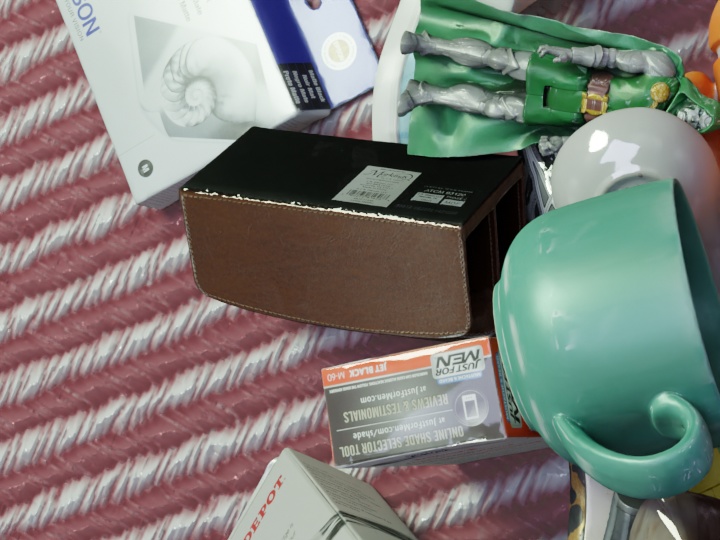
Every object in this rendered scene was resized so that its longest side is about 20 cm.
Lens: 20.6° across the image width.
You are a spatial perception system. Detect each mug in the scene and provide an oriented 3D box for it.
[{"bbox_3d":[0.137,0.038,1.095,0.114,0.185,0.153,-14,95,15],"label":"mug"}]

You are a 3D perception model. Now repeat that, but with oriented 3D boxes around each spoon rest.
[{"bbox_3d":[0.192,-0.015,1.200,0.099,0.061,0.200,-29,112,21],"label":"spoon rest"}]

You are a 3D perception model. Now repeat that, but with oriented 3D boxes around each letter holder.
[{"bbox_3d":[0.000,0.000,1.280,0.199,0.101,0.143,9,121,25],"label":"letter holder"}]

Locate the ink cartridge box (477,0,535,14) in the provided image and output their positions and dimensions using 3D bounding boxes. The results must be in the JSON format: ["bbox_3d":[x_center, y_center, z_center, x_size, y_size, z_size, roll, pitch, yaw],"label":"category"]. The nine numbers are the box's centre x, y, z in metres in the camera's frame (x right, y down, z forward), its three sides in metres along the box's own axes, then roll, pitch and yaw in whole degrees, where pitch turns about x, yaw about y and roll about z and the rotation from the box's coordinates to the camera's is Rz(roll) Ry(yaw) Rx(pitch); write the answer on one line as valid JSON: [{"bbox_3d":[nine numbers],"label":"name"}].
[{"bbox_3d":[0.122,-0.276,1.203,0.085,0.147,0.201,35,138,21],"label":"ink cartridge box"}]

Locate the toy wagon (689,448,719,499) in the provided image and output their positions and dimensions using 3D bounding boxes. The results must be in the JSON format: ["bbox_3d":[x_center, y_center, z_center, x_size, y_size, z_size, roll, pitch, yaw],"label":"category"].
[{"bbox_3d":[0.241,0.161,1.228,0.199,0.040,0.156,-29,76,19],"label":"toy wagon"}]

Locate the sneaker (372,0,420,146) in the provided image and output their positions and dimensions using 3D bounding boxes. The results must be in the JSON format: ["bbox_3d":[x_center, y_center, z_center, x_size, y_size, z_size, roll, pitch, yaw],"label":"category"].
[{"bbox_3d":[0.065,-0.143,1.304,0.082,0.074,0.201,15,94,25],"label":"sneaker"}]

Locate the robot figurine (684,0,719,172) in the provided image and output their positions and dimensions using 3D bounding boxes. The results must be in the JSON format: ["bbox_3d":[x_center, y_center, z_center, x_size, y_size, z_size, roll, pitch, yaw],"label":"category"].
[{"bbox_3d":[0.275,-0.103,1.190,0.144,0.116,0.201,155,107,-65],"label":"robot figurine"}]

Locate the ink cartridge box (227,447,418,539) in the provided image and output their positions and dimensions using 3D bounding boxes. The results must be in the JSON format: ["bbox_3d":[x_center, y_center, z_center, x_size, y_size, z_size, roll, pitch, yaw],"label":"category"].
[{"bbox_3d":[-0.019,0.227,1.258,0.147,0.084,0.200,-60,30,9],"label":"ink cartridge box"}]

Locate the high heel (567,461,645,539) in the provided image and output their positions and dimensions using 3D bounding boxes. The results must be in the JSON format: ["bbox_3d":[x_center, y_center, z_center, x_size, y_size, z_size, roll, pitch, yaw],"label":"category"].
[{"bbox_3d":[0.152,0.159,1.207,0.071,0.200,0.143,10,113,3],"label":"high heel"}]

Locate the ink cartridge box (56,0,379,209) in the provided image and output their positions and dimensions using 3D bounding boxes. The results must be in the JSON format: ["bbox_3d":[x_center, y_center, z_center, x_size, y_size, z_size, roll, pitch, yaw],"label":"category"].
[{"bbox_3d":[-0.107,-0.175,1.396,0.199,0.041,0.201,-28,77,19],"label":"ink cartridge box"}]

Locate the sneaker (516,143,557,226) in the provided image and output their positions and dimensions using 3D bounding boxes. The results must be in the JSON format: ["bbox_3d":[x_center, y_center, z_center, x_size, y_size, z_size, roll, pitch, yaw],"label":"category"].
[{"bbox_3d":[0.142,-0.030,1.270,0.077,0.078,0.201,-16,77,36],"label":"sneaker"}]

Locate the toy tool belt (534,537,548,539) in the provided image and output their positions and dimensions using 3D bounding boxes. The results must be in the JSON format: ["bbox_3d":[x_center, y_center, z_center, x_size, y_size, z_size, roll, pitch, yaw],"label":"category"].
[{"bbox_3d":[0.142,0.276,1.237,0.200,0.125,0.123,45,138,22],"label":"toy tool belt"}]

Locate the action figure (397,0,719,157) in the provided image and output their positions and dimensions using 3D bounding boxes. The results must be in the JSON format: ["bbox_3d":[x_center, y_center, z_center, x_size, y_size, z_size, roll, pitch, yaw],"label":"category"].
[{"bbox_3d":[0.122,-0.109,1.198,0.199,0.055,0.119,9,119,16],"label":"action figure"}]

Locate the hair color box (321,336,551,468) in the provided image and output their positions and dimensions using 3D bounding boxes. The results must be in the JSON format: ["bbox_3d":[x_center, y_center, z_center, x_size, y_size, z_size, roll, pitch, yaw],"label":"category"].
[{"bbox_3d":[0.067,0.083,1.220,0.110,0.200,0.064,-12,82,21],"label":"hair color box"}]

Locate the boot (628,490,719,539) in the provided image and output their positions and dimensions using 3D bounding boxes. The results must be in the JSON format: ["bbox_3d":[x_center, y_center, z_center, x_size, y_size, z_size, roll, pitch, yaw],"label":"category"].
[{"bbox_3d":[0.207,0.212,1.110,0.064,0.200,0.188,-14,82,22],"label":"boot"}]
